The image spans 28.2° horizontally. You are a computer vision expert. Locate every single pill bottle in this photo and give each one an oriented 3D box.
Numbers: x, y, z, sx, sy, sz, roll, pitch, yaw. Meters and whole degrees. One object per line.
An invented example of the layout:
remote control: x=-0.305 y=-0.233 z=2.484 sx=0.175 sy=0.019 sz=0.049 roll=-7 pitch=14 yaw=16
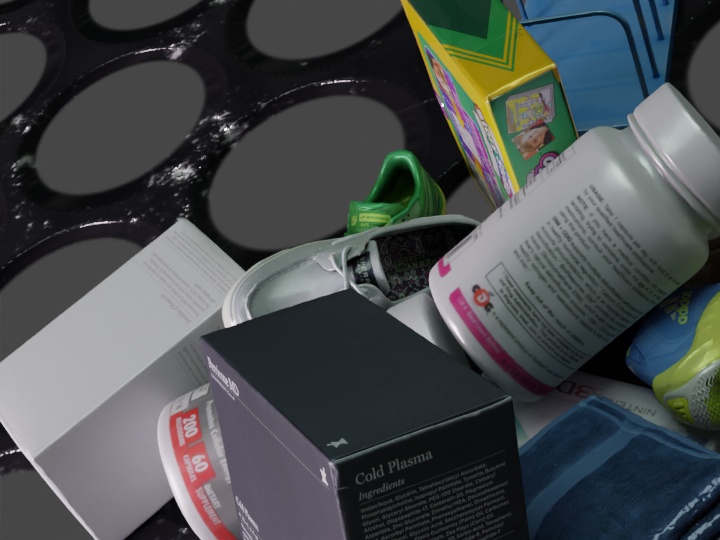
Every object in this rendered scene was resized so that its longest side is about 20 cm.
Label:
pill bottle: x=-0.025 y=0.100 z=0.958 sx=0.198 sy=0.114 sz=0.115 roll=-27 pitch=41 yaw=11
pill bottle: x=0.150 y=-0.018 z=0.921 sx=0.200 sy=0.113 sz=0.114 roll=-41 pitch=38 yaw=17

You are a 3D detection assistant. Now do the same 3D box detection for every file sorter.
file sorter: x=0.176 y=-0.216 z=1.175 sx=0.137 sy=0.123 sz=0.202 roll=-5 pitch=46 yaw=24

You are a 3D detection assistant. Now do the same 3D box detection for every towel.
towel: x=0.140 y=0.130 z=0.813 sx=0.111 sy=0.049 sz=0.200 roll=-37 pitch=17 yaw=-9

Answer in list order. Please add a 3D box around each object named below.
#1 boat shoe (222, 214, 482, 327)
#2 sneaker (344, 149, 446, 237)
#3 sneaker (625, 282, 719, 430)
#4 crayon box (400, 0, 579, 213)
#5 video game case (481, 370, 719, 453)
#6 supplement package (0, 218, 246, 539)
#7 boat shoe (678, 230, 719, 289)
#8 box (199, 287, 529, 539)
boat shoe: x=0.001 y=0.001 z=0.998 sx=0.198 sy=0.071 sz=0.071 roll=-17 pitch=81 yaw=-21
sneaker: x=0.007 y=-0.009 z=1.086 sx=0.073 sy=0.084 sz=0.202 roll=-2 pitch=48 yaw=26
sneaker: x=0.252 y=0.019 z=0.929 sx=0.199 sy=0.077 sz=0.105 roll=-31 pitch=32 yaw=-23
crayon box: x=0.108 y=-0.101 z=1.035 sx=0.058 sy=0.201 sz=0.173 roll=-28 pitch=41 yaw=-2
video game case: x=0.118 y=0.149 z=0.915 sx=0.180 sy=0.022 sz=0.201 roll=12 pitch=55 yaw=37
supplement package: x=-0.159 y=0.082 z=1.060 sx=0.199 sy=0.118 sz=0.117 roll=-39 pitch=43 yaw=-13
boat shoe: x=0.278 y=-0.053 z=0.993 sx=0.075 sy=0.072 sz=0.200 roll=26 pitch=64 yaw=42
box: x=0.004 y=0.133 z=0.791 sx=0.103 sy=0.185 sz=0.200 roll=-18 pitch=23 yaw=-20
